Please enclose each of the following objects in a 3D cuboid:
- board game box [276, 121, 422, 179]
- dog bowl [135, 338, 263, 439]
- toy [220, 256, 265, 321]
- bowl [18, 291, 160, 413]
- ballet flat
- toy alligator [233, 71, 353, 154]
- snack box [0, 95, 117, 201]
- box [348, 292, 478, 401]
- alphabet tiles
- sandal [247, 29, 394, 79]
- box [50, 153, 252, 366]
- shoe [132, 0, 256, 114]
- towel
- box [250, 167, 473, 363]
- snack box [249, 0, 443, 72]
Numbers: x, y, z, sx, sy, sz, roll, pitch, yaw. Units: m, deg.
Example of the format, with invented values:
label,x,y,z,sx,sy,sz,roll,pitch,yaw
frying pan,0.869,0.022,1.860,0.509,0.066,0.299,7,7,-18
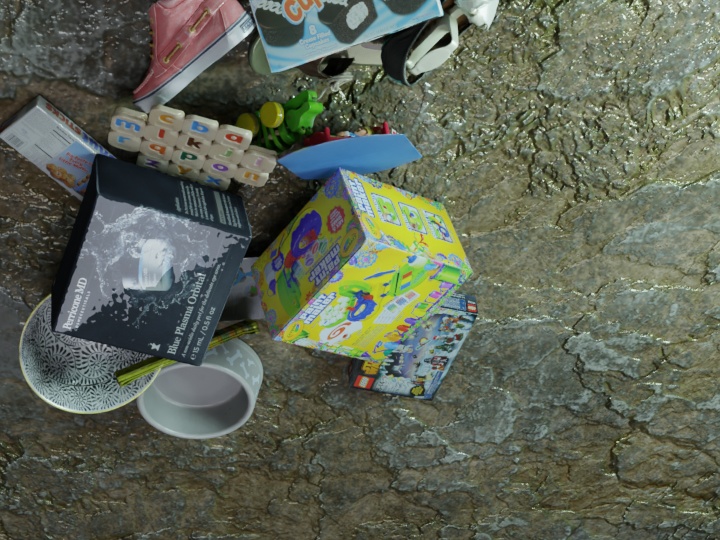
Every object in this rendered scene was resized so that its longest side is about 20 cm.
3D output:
label,x,y,z,sx,sy,sz,roll,pitch,yaw
board game box,-0.014,-0.153,1.454,0.155,0.040,0.200,-10,172,11
dog bowl,-0.242,0.174,1.786,0.196,0.059,0.202,-2,134,-2
toy,-0.174,0.015,1.642,0.196,0.048,0.116,-1,132,-10
bowl,-0.368,0.083,1.640,0.197,0.094,0.204,-10,118,-19
ballet flat,0.106,-0.278,1.333,0.200,0.069,0.068,-45,136,20
toy alligator,-0.081,-0.173,1.423,0.198,0.055,0.059,-19,171,37
snack box,-0.348,-0.131,1.498,0.071,0.025,0.200,-31,129,23
box,0.073,0.105,1.755,0.135,0.040,0.202,10,133,-13
alphabet tiles,-0.201,-0.146,1.440,0.197,0.015,0.196,15,161,-11
sandal,-0.031,-0.254,1.377,0.197,0.058,0.081,-4,135,-1
box,-0.262,-0.010,1.498,0.197,0.118,0.199,15,114,-21
shoe,-0.210,-0.259,1.358,0.199,0.072,0.091,-30,110,37
towel,-0.231,0.108,1.608,0.197,0.086,0.018,-21,94,-12
box,0.000,0.000,1.550,0.191,0.123,0.200,16,131,-41
snack box,-0.021,-0.301,1.304,0.197,0.037,0.118,-17,97,12
